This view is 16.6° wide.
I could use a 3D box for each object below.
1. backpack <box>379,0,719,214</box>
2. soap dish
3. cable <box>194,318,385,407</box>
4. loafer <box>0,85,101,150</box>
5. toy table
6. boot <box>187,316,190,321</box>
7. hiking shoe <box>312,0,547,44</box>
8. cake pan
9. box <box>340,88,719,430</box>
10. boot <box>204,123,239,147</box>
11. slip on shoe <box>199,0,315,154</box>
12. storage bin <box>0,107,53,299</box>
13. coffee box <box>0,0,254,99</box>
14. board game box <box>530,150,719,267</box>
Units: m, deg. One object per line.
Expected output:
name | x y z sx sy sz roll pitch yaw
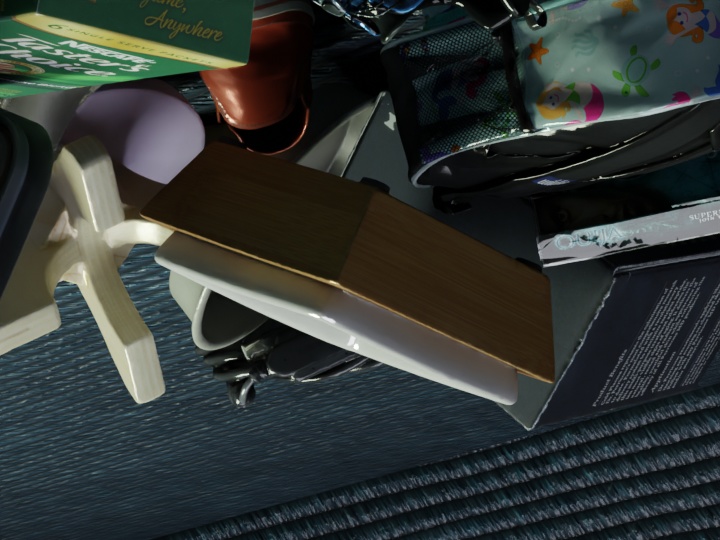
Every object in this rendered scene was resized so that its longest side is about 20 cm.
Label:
backpack | 0.131 -0.117 1.281 0.199 0.152 0.177 -7 -179 43
soap dish | 0.000 0.000 1.358 0.157 0.082 0.200 18 175 43
cable | -0.011 0.030 1.656 0.199 0.051 0.163 -27 -167 -9
loafer | -0.167 -0.097 1.306 0.199 0.073 0.073 -22 164 41
toy table | -0.161 -0.021 1.411 0.199 0.117 0.184 -33 136 -9
boot | -0.046 -0.021 1.790 0.167 0.077 0.200 -5 162 -10
hiking shoe | -0.005 -0.151 1.155 0.199 0.087 0.074 -7 168 -19
cake pan | -0.049 -0.039 1.547 0.200 0.037 0.200 -47 166 -16
box | 0.115 -0.017 1.537 0.196 0.200 0.124 -6 129 -53
boot | -0.167 -0.061 1.515 0.174 0.067 0.200 -22 161 21
slip on shoe | -0.057 -0.112 1.371 0.074 0.062 0.200 -9 168 1
storage bin | -0.270 -0.042 1.188 0.134 0.146 0.200 25 177 -41
coffee box | -0.156 -0.117 1.146 0.123 0.044 0.199 11 171 -42
board game box | 0.158 -0.084 1.436 0.134 0.201 0.028 -12 128 5
